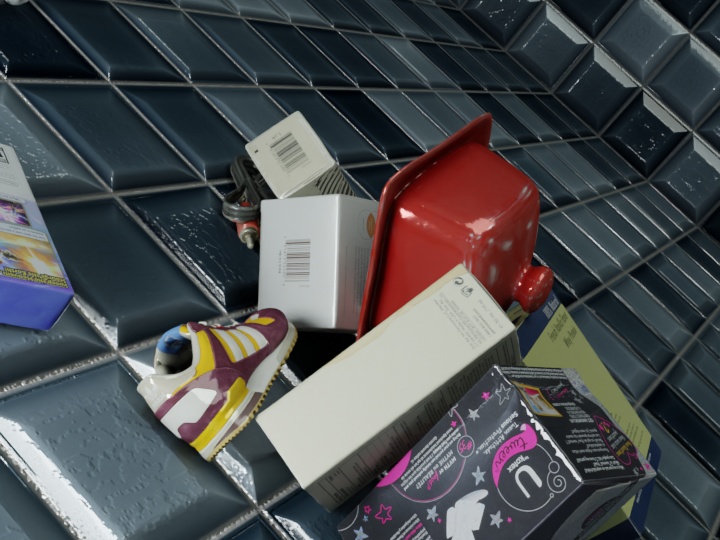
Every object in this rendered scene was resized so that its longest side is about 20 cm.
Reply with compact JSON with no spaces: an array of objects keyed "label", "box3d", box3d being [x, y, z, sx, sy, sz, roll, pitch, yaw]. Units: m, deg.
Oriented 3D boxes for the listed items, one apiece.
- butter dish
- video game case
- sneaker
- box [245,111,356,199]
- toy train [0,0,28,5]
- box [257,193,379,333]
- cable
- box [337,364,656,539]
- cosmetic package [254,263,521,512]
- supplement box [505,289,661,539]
[{"label":"butter dish","box3d":[0.102,-0.010,1.016,0.148,0.200,0.199,27,38,23]},{"label":"video game case","box3d":[-0.329,-0.045,0.831,0.200,0.045,0.181,15,32,-45]},{"label":"sneaker","box3d":[-0.114,0.066,0.920,0.090,0.075,0.200,42,21,-10]},{"label":"box","box3d":[-0.044,-0.078,1.197,0.082,0.068,0.200,56,1,25]},{"label":"toy train","box3d":[-0.398,-0.376,1.244,0.200,0.114,0.087,49,27,21]},{"label":"box","box3d":[0.000,0.000,1.118,0.200,0.097,0.125,8,82,-53]},{"label":"cable","box3d":[-0.123,-0.072,1.234,0.097,0.050,0.200,12,21,-29]},{"label":"box","box3d":[0.106,0.182,0.883,0.132,0.200,0.115,9,39,-51]},{"label":"cosmetic package","box3d":[0.027,0.095,0.892,0.073,0.200,0.104,52,-6,24]},{"label":"supplement box","box3d":[0.160,0.151,1.054,0.200,0.134,0.200,56,23,0]}]
